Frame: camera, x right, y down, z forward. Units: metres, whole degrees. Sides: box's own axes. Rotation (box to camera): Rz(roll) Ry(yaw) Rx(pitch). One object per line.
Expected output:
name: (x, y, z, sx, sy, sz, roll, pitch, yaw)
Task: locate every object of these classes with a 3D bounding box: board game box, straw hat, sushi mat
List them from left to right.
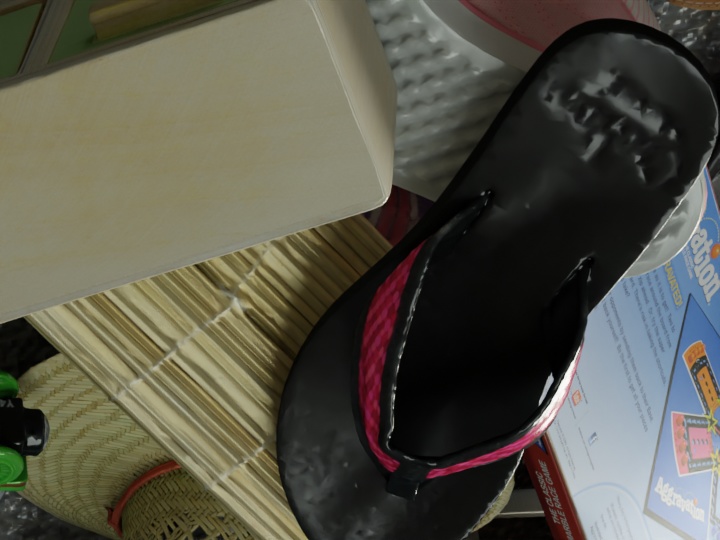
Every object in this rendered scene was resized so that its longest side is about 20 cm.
sushi mat: (-0.042, 0.006, 0.733, 0.096, 0.012, 0.200, -44, 108, 3)
straw hat: (-0.042, 0.101, 0.819, 0.200, 0.085, 0.201, 2, 152, 1)
board game box: (0.096, 0.042, 0.830, 0.103, 0.019, 0.200, -43, 134, -24)

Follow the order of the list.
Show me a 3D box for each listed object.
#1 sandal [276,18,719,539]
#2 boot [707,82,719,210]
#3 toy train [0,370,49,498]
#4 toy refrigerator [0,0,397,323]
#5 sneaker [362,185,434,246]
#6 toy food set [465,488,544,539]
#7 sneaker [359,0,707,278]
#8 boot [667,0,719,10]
sandal: (0.033, 0.017, 0.695, 0.075, 0.045, 0.200, 26, 119, -10)
boot: (0.139, -0.006, 0.887, 0.131, 0.070, 0.200, 21, 113, -39)
toy train: (-0.198, 0.056, 0.758, 0.199, 0.042, 0.056, 3, 143, -19)
toy refrigerator: (-0.095, -0.034, 0.653, 0.199, 0.076, 0.070, -16, 116, 11)
sneaker: (0.000, 0.000, 0.790, 0.199, 0.084, 0.081, 3, 134, -31)
toy food set: (0.048, 0.154, 1.016, 0.143, 0.061, 0.200, -1, 144, -16)
sneaker: (0.015, -0.080, 0.726, 0.200, 0.105, 0.075, 30, 121, -13)
boot: (0.103, -0.139, 0.700, 0.199, 0.074, 0.155, -7, 143, -18)
